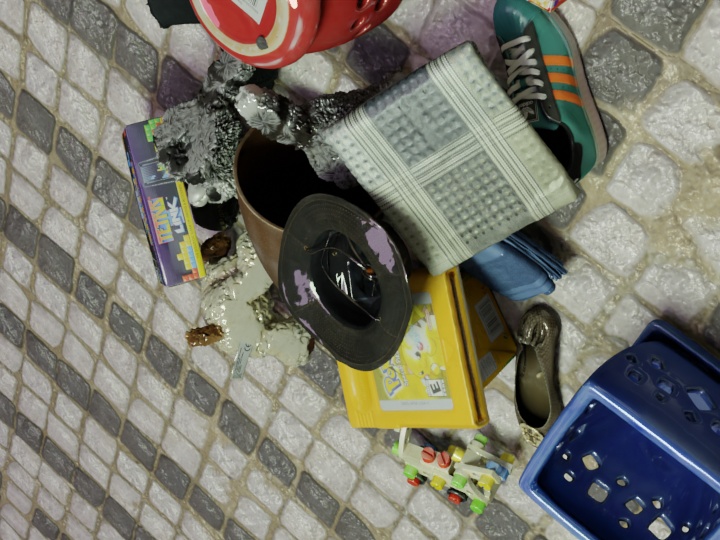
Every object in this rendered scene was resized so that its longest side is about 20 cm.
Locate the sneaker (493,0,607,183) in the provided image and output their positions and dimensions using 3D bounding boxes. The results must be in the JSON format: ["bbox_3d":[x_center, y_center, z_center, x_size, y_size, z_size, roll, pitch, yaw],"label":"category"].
[{"bbox_3d":[0.178,-0.178,1.212,0.071,0.080,0.202,-15,107,47],"label":"sneaker"}]

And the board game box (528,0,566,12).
[{"bbox_3d":[0.126,-0.359,1.160,0.199,0.046,0.153,33,135,21],"label":"board game box"}]

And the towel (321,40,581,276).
[{"bbox_3d":[0.091,-0.107,1.216,0.191,0.035,0.201,-29,110,29],"label":"towel"}]

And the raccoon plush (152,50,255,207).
[{"bbox_3d":[-0.147,-0.158,1.432,0.200,0.134,0.097,-43,66,16],"label":"raccoon plush"}]

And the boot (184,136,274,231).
[{"bbox_3d":[-0.165,-0.101,1.597,0.199,0.077,0.140,27,139,44],"label":"boot"}]

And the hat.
[{"bbox_3d":[0.000,0.000,1.302,0.199,0.081,0.203,23,128,33],"label":"hat"}]

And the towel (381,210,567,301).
[{"bbox_3d":[0.123,-0.038,1.337,0.199,0.049,0.111,33,161,-15],"label":"towel"}]

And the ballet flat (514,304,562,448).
[{"bbox_3d":[0.204,0.133,1.435,0.067,0.046,0.202,21,130,31],"label":"ballet flat"}]

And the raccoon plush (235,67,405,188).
[{"bbox_3d":[-0.024,-0.185,1.309,0.199,0.135,0.096,35,136,-25],"label":"raccoon plush"}]

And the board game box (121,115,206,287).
[{"bbox_3d":[-0.250,-0.084,1.540,0.165,0.056,0.203,-173,69,-78],"label":"board game box"}]

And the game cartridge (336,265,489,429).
[{"bbox_3d":[0.045,0.089,1.366,0.199,0.032,0.179,-8,96,44],"label":"game cartridge"}]

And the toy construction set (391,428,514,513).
[{"bbox_3d":[0.105,0.235,1.563,0.199,0.092,0.132,35,161,30],"label":"toy construction set"}]

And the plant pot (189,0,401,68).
[{"bbox_3d":[-0.074,-0.317,1.273,0.199,0.182,0.202,25,134,29],"label":"plant pot"}]

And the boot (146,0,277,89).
[{"bbox_3d":[-0.184,-0.304,1.462,0.161,0.073,0.201,11,118,35],"label":"boot"}]

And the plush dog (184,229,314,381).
[{"bbox_3d":[-0.166,0.044,1.643,0.172,0.159,0.202,-134,21,-70],"label":"plush dog"}]

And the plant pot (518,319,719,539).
[{"bbox_3d":[0.313,0.184,1.272,0.199,0.179,0.201,38,136,15],"label":"plant pot"}]

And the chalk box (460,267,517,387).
[{"bbox_3d":[0.063,0.085,1.471,0.199,0.124,0.126,-12,109,46],"label":"chalk box"}]

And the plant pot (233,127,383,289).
[{"bbox_3d":[-0.061,-0.058,1.463,0.186,0.187,0.201,36,150,17],"label":"plant pot"}]

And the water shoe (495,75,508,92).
[{"bbox_3d":[0.100,-0.128,1.321,0.071,0.079,0.201,41,138,12],"label":"water shoe"}]
